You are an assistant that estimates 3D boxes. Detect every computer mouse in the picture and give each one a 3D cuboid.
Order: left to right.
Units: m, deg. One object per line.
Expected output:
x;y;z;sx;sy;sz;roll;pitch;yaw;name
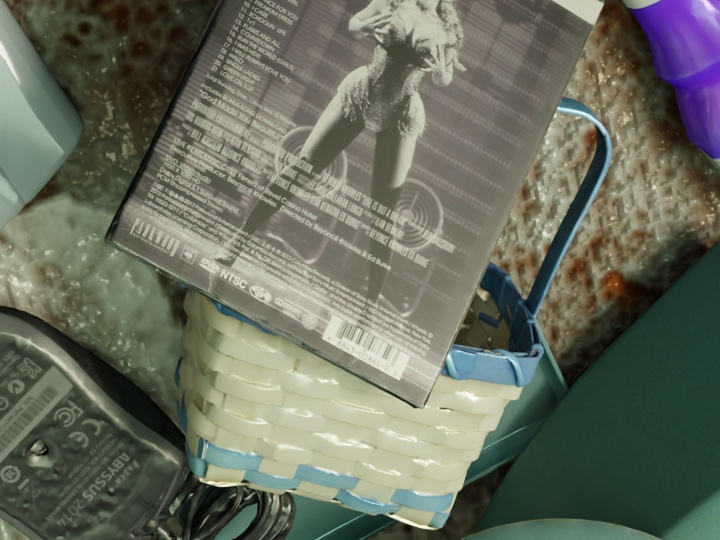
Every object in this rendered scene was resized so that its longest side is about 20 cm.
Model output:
-0.140;0.088;0.979;0.138;0.053;0.200;-40;115;8;computer mouse

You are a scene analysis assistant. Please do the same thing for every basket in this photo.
0.000;0.000;0.928;0.175;0.139;0.201;16;113;-16;basket

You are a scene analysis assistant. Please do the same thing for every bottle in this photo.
0.194;-0.080;0.984;0.083;0.065;0.200;-42;113;6;bottle

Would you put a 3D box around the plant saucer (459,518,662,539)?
0.093;0.205;0.951;0.198;0.027;0.202;3;114;7;plant saucer

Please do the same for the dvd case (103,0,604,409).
0.003;-0.066;0.862;0.148;0.016;0.201;28;78;-15;dvd case

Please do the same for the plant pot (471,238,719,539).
0.160;0.119;1.005;0.200;0.142;0.141;-40;124;11;plant pot

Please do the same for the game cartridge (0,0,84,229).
-0.228;-0.048;0.918;0.199;0.042;0.134;-33;109;1;game cartridge

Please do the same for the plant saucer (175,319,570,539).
0.008;0.091;1.032;0.199;0.019;0.070;-29;114;-2;plant saucer
